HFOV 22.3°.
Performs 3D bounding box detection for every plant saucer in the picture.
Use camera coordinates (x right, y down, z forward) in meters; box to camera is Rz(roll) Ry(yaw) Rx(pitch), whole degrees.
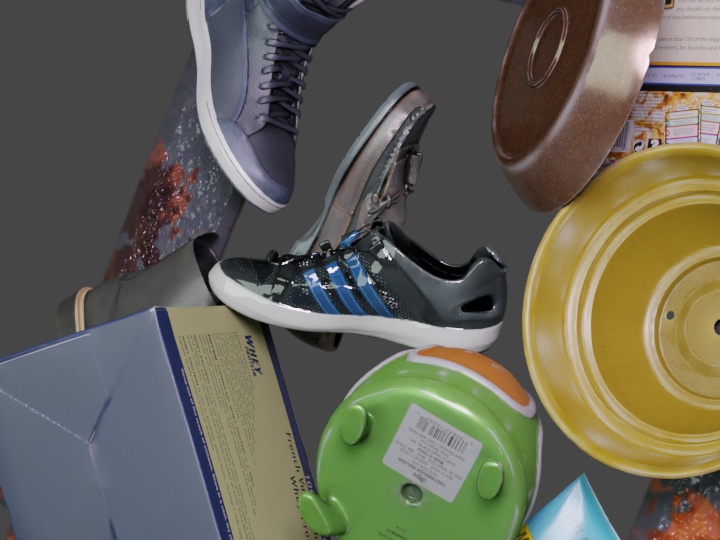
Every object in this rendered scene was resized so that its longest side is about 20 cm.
[{"bbox_3d":[0.130,-0.136,1.151,0.200,0.034,0.201,-163,90,-75],"label":"plant saucer"}]

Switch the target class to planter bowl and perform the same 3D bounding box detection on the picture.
[{"bbox_3d":[0.205,0.029,1.104,0.200,0.083,0.201,-8,76,33],"label":"planter bowl"}]

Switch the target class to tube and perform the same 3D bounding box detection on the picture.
[{"bbox_3d":[0.083,0.216,1.174,0.200,0.050,0.078,-36,66,17],"label":"tube"}]

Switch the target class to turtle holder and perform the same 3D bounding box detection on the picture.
[{"bbox_3d":[0.051,0.135,1.159,0.141,0.132,0.186,3,115,22],"label":"turtle holder"}]

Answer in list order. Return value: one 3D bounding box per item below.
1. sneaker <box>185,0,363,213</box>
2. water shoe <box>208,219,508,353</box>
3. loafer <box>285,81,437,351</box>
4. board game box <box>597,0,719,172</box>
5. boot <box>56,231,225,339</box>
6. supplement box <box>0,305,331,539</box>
[{"bbox_3d":[-0.049,-0.155,1.322,0.146,0.077,0.203,-27,65,30],"label":"sneaker"},{"bbox_3d":[0.000,0.000,1.219,0.199,0.072,0.079,10,108,2],"label":"water shoe"},{"bbox_3d":[0.005,-0.034,1.275,0.063,0.072,0.200,37,109,14],"label":"loafer"},{"bbox_3d":[0.227,-0.158,1.152,0.151,0.046,0.201,6,83,36],"label":"board game box"},{"bbox_3d":[-0.145,0.078,1.342,0.138,0.077,0.200,-28,66,21],"label":"boot"},{"bbox_3d":[-0.128,0.135,1.197,0.134,0.200,0.201,-18,85,16],"label":"supplement box"}]
